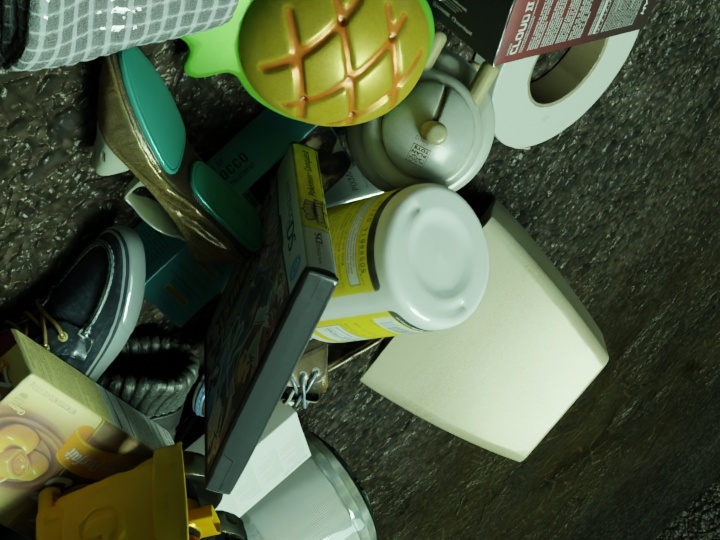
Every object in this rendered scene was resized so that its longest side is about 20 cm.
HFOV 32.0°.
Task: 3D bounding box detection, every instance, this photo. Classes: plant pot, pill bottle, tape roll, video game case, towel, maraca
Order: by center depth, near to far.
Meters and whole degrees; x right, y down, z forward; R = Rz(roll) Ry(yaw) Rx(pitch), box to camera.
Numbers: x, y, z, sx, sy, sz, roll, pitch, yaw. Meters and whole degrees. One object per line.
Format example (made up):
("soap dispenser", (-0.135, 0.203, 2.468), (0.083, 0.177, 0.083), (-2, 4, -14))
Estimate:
("towel", (-0.137, -0.220, 0.720), (0.164, 0.086, 0.202), (-22, 143, -36))
("maraca", (-0.038, -0.170, 0.893), (0.198, 0.108, 0.138), (12, 121, -28))
("video game case", (-0.074, 0.032, 0.935), (0.025, 0.182, 0.202), (17, 120, -18))
("pill bottle", (0.000, 0.000, 1.013), (0.110, 0.113, 0.199), (-16, -177, -40))
("tape roll", (0.186, -0.208, 1.187), (0.201, 0.037, 0.204), (-32, 148, -22))
("plant pot", (0.137, 0.070, 1.254), (0.200, 0.176, 0.200), (-51, 179, 11))

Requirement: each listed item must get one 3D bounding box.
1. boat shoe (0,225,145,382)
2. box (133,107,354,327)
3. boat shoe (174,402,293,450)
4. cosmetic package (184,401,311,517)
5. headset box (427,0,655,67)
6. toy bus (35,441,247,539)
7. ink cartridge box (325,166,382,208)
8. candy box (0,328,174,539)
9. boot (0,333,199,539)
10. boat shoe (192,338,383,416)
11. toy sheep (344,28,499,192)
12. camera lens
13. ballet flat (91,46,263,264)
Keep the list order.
("boat shoe", (-0.238, 0.052, 0.947), (0.090, 0.071, 0.202), (8, 118, -47))
("box", (-0.101, -0.050, 1.011), (0.200, 0.049, 0.082), (-43, 151, -3))
("boat shoe", (-0.118, 0.127, 1.197), (0.200, 0.070, 0.064), (-43, 152, -19))
("cosmetic package", (-0.139, 0.196, 1.126), (0.199, 0.051, 0.083), (-39, 145, -18))
("headset box", (0.117, -0.237, 0.951), (0.198, 0.149, 0.078), (-21, 143, -37))
("toy bus", (-0.181, 0.246, 0.950), (0.189, 0.137, 0.201), (-15, 140, 1))
("ink cartridge box", (-0.027, -0.023, 1.162), (0.197, 0.058, 0.164), (-11, 141, -13))
("candy box", (-0.232, 0.138, 0.943), (0.115, 0.055, 0.200), (-39, 140, 4))
("boot", (-0.236, 0.145, 1.055), (0.210, 0.079, 0.159), (-26, 149, -38))
("boat shoe", (-0.058, 0.079, 1.109), (0.199, 0.072, 0.073), (-35, 155, -29))
("toy sheep", (0.050, -0.122, 1.018), (0.138, 0.138, 0.200), (-47, -176, 6))
("camera lens", (-0.094, 0.277, 1.314), (0.199, 0.160, 0.161), (-32, 148, -21))
("ballet flat", (-0.146, -0.073, 0.898), (0.071, 0.068, 0.201), (-17, 134, 21))
